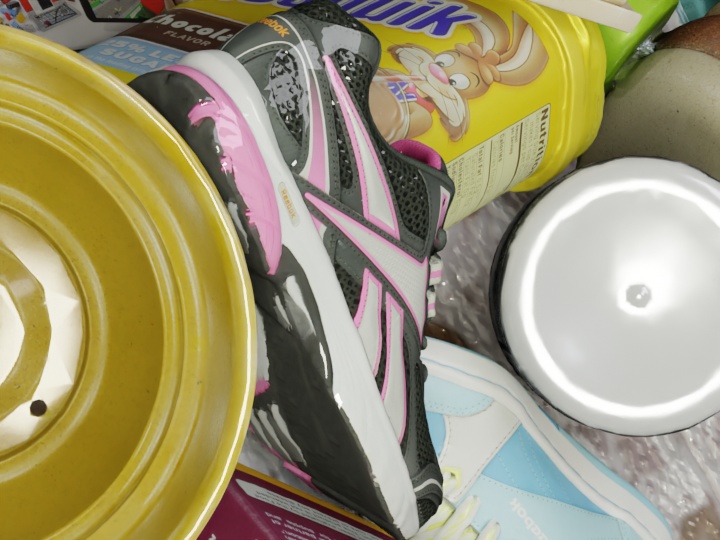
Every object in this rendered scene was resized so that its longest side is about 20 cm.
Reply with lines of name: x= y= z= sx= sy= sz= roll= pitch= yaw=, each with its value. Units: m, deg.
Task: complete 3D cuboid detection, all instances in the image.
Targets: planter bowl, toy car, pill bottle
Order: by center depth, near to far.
planter bowl: x=-0.133 y=0.022 z=0.928 sx=0.201 sy=0.200 sz=0.083 roll=53 pitch=-1 yaw=-3
pill bottle: x=0.105 y=0.009 z=1.183 sx=0.106 sy=0.106 sz=0.200 roll=55 pitch=1 yaw=0
toy car: x=0.191 y=-0.088 z=1.318 sx=0.164 sy=0.158 sz=0.200 roll=44 pitch=61 yaw=6

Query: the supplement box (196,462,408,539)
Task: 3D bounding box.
supplement box: x=0.005 y=0.152 z=0.939 sx=0.110 sy=0.086 sz=0.200 roll=26 pitch=10 yaw=-34

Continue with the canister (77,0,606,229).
canister: x=-0.022 y=-0.055 z=1.097 sx=0.148 sy=0.087 sz=0.200 roll=21 pitch=33 yaw=30

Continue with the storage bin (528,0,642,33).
storage bin: x=0.014 y=-0.204 z=1.089 sx=0.200 sy=0.094 sz=0.199 roll=11 pitch=35 yaw=-43

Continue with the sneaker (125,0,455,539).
sneaker: x=0.000 y=0.000 z=0.960 sx=0.086 sy=0.080 sz=0.200 roll=-37 pitch=133 yaw=-22

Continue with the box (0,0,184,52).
box: x=-0.155 y=-0.117 z=1.094 sx=0.200 sy=0.035 sz=0.110 roll=-14 pitch=73 yaw=-53

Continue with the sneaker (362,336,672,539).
sneaker: x=0.045 y=0.113 z=1.106 sx=0.200 sy=0.079 sz=0.131 roll=33 pitch=39 yaw=-27

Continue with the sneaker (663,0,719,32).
sneaker: x=0.194 y=-0.081 z=1.420 sx=0.200 sy=0.080 sz=0.071 roll=63 pitch=-7 yaw=1
